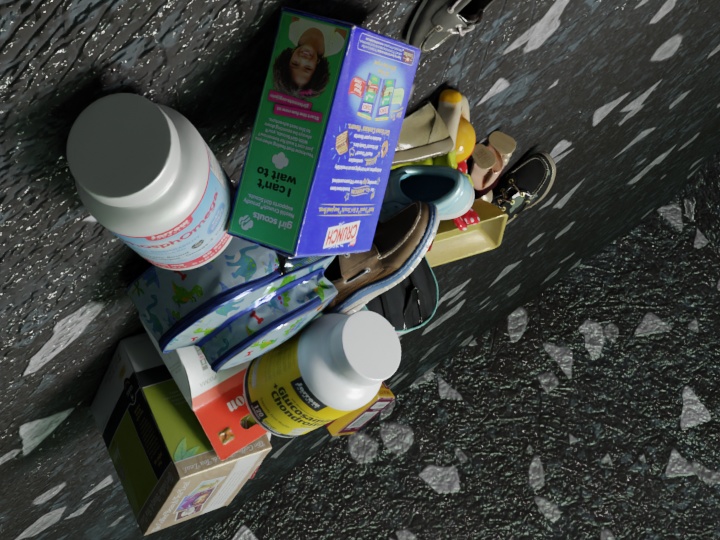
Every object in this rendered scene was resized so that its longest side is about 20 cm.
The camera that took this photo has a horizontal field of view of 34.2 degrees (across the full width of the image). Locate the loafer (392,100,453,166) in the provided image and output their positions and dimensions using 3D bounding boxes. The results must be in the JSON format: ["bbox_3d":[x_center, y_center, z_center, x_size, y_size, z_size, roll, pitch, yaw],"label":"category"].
[{"bbox_3d":[0.008,-0.143,1.309,0.199,0.068,0.076,-15,-176,-25],"label":"loafer"}]

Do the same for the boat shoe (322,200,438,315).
[{"bbox_3d":[0.005,-0.015,1.311,0.200,0.072,0.073,-44,-150,31],"label":"boat shoe"}]

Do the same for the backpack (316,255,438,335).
[{"bbox_3d":[0.000,0.000,1.477,0.153,0.201,0.175,-34,174,37],"label":"backpack"}]

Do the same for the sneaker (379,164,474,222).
[{"bbox_3d":[0.029,-0.090,1.341,0.198,0.075,0.082,-11,163,7],"label":"sneaker"}]

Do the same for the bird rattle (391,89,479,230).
[{"bbox_3d":[0.117,-0.138,1.468,0.200,0.112,0.164,23,77,-67],"label":"bird rattle"}]

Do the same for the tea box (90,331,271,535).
[{"bbox_3d":[-0.235,0.200,1.495,0.133,0.198,0.200,-14,157,-32],"label":"tea box"}]

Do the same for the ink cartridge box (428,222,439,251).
[{"bbox_3d":[0.007,-0.034,1.648,0.199,0.084,0.176,-35,166,-13],"label":"ink cartridge box"}]

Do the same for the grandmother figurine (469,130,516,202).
[{"bbox_3d":[0.192,-0.144,1.841,0.121,0.061,0.200,-27,163,-8],"label":"grandmother figurine"}]

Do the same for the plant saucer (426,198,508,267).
[{"bbox_3d":[0.130,-0.056,1.887,0.199,0.049,0.200,-16,167,-1],"label":"plant saucer"}]

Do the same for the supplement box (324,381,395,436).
[{"bbox_3d":[-0.050,0.159,1.896,0.103,0.200,0.131,-40,167,7],"label":"supplement box"}]

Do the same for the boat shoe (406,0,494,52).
[{"bbox_3d":[0.116,-0.277,1.155,0.067,0.057,0.200,-23,160,-50],"label":"boat shoe"}]

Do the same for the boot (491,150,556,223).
[{"bbox_3d":[0.240,-0.121,2.029,0.150,0.073,0.200,-25,167,-45],"label":"boot"}]

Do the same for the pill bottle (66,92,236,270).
[{"bbox_3d":[-0.169,-0.072,0.961,0.109,0.109,0.200,-37,167,-2],"label":"pill bottle"}]

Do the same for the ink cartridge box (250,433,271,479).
[{"bbox_3d":[-0.163,0.179,1.687,0.147,0.082,0.201,117,-14,-61],"label":"ink cartridge box"}]

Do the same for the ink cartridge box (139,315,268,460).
[{"bbox_3d":[-0.150,0.101,1.414,0.162,0.201,0.057,-28,174,-38],"label":"ink cartridge box"}]

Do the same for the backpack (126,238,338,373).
[{"bbox_3d":[-0.134,0.021,1.267,0.199,0.148,0.183,-20,168,-44],"label":"backpack"}]

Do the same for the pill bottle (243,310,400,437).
[{"bbox_3d":[-0.043,0.116,1.345,0.112,0.113,0.200,-27,176,-41],"label":"pill bottle"}]

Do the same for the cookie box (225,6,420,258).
[{"bbox_3d":[-0.029,-0.119,1.055,0.171,0.075,0.202,-7,113,-67],"label":"cookie box"}]
